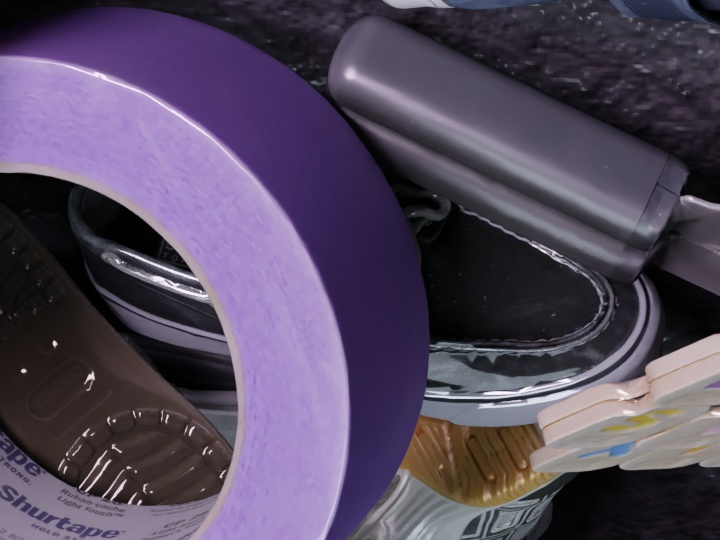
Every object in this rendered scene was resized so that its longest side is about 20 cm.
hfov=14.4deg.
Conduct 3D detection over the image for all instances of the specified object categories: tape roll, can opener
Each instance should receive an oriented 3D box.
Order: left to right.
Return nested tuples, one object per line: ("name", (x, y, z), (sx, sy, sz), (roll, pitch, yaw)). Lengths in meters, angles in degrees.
("tape roll", (-0.085, 0.024, 0.878), (0.200, 0.085, 0.200), (4, 105, 17))
("can opener", (0.087, -0.034, 0.893), (0.200, 0.067, 0.053), (26, 156, 2))

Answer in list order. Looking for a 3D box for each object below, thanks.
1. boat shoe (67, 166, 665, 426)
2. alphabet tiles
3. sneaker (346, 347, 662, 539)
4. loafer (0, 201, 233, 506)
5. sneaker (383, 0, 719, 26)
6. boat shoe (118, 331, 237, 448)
("boat shoe", (0.001, -0.003, 0.937), (0.199, 0.074, 0.068), (15, 160, 15))
("alphabet tiles", (0.156, 0.038, 0.902), (0.200, 0.015, 0.195), (2, 160, -40))
("sneaker", (0.045, 0.063, 1.028), (0.088, 0.076, 0.200), (-1, 149, -47))
("loafer", (-0.092, 0.058, 0.983), (0.200, 0.076, 0.068), (57, 176, -4))
("sneaker", (0.051, -0.133, 0.724), (0.146, 0.077, 0.202), (9, 156, 26))
("boat shoe", (-0.123, 0.037, 1.045), (0.200, 0.072, 0.069), (19, 113, 3))
